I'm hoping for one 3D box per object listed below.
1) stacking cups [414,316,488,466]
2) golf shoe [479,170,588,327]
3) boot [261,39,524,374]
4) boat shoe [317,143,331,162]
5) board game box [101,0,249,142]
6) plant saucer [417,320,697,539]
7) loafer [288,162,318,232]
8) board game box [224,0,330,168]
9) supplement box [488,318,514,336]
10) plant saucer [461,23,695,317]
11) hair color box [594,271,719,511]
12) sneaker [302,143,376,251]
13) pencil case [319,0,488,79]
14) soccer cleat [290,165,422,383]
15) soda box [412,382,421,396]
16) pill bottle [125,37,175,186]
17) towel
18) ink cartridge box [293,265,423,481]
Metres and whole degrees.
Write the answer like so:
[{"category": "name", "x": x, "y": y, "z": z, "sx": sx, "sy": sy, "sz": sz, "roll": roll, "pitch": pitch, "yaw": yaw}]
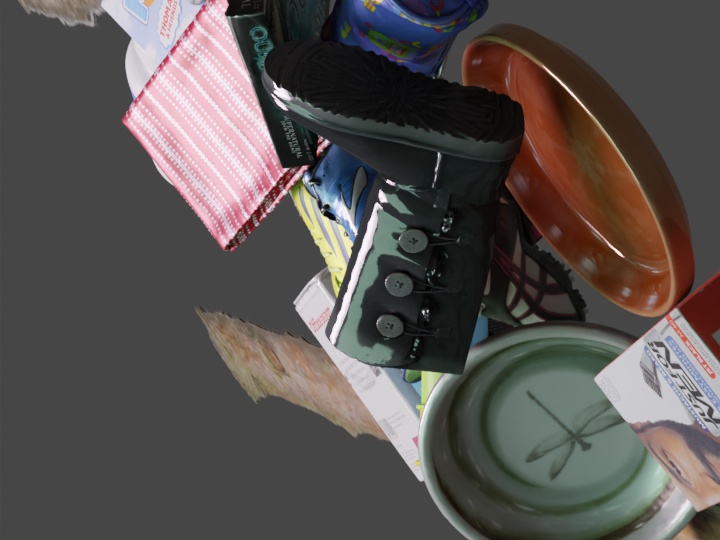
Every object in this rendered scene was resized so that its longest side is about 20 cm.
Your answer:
[{"category": "stacking cups", "x": 0.064, "y": 0.038, "z": 1.415, "sx": 0.060, "sy": 0.060, "sz": 0.201, "roll": 170, "pitch": 98, "yaw": -75}, {"category": "golf shoe", "x": 0.096, "y": 0.005, "z": 1.371, "sx": 0.077, "sy": 0.088, "sz": 0.200, "roll": 38, "pitch": 160, "yaw": 46}, {"category": "boot", "x": 0.006, "y": -0.033, "z": 1.238, "sx": 0.164, "sy": 0.066, "sz": 0.201, "roll": 19, "pitch": 135, "yaw": 7}, {"category": "boat shoe", "x": 0.011, "y": -0.092, "z": 1.491, "sx": 0.067, "sy": 0.072, "sz": 0.200, "roll": 30, "pitch": -178, "yaw": -29}, {"category": "board game box", "x": -0.125, "y": -0.219, "z": 1.553, "sx": 0.200, "sy": 0.036, "sz": 0.152, "roll": 46, "pitch": 134, "yaw": 34}, {"category": "plant saucer", "x": 0.139, "y": 0.111, "z": 1.351, "sx": 0.201, "sy": 0.199, "sz": 0.050, "roll": 61, "pitch": -160, "yaw": -24}, {"category": "loafer", "x": -0.041, "y": -0.112, "z": 1.615, "sx": 0.071, "sy": 0.073, "sz": 0.201, "roll": 33, "pitch": 145, "yaw": 66}, {"category": "board game box", "x": -0.050, "y": -0.185, "z": 1.291, "sx": 0.136, "sy": 0.028, "sz": 0.201, "roll": 71, "pitch": -163, "yaw": -49}, {"category": "supplement box", "x": 0.111, "y": 0.104, "z": 1.497, "sx": 0.200, "sy": 0.061, "sz": 0.109, "roll": -129, "pitch": 27, "yaw": -56}, {"category": "plant saucer", "x": 0.133, "y": -0.063, "z": 1.198, "sx": 0.201, "sy": 0.032, "sz": 0.200, "roll": 51, "pitch": 165, "yaw": 19}, {"category": "hair color box", "x": 0.214, "y": 0.070, "z": 1.176, "sx": 0.111, "sy": 0.064, "sz": 0.200, "roll": 52, "pitch": 167, "yaw": 8}, {"category": "sneaker", "x": 0.010, "y": -0.040, "z": 1.366, "sx": 0.079, "sy": 0.089, "sz": 0.201, "roll": 32, "pitch": -126, "yaw": -67}, {"category": "pencil case", "x": 0.028, "y": -0.159, "z": 1.224, "sx": 0.087, "sy": 0.078, "sz": 0.200, "roll": 29, "pitch": 166, "yaw": -2}, {"category": "soccer cleat", "x": 0.000, "y": 0.000, "z": 1.504, "sx": 0.200, "sy": 0.084, "sz": 0.065, "roll": 48, "pitch": -161, "yaw": 25}, {"category": "soda box", "x": 0.096, "y": 0.103, "z": 1.642, "sx": 0.200, "sy": 0.068, "sz": 0.064, "roll": 53, "pitch": 167, "yaw": 5}, {"category": "pill bottle", "x": -0.143, "y": -0.160, "z": 1.734, "sx": 0.112, "sy": 0.112, "sz": 0.200, "roll": 49, "pitch": 166, "yaw": 23}, {"category": "towel", "x": -0.095, "y": -0.120, "z": 1.503, "sx": 0.145, "sy": 0.022, "sz": 0.200, "roll": 51, "pitch": 132, "yaw": 9}, {"category": "ink cartridge box", "x": 0.036, "y": 0.076, "z": 1.751, "sx": 0.200, "sy": 0.085, "sz": 0.146, "roll": 52, "pitch": 166, "yaw": 2}]
